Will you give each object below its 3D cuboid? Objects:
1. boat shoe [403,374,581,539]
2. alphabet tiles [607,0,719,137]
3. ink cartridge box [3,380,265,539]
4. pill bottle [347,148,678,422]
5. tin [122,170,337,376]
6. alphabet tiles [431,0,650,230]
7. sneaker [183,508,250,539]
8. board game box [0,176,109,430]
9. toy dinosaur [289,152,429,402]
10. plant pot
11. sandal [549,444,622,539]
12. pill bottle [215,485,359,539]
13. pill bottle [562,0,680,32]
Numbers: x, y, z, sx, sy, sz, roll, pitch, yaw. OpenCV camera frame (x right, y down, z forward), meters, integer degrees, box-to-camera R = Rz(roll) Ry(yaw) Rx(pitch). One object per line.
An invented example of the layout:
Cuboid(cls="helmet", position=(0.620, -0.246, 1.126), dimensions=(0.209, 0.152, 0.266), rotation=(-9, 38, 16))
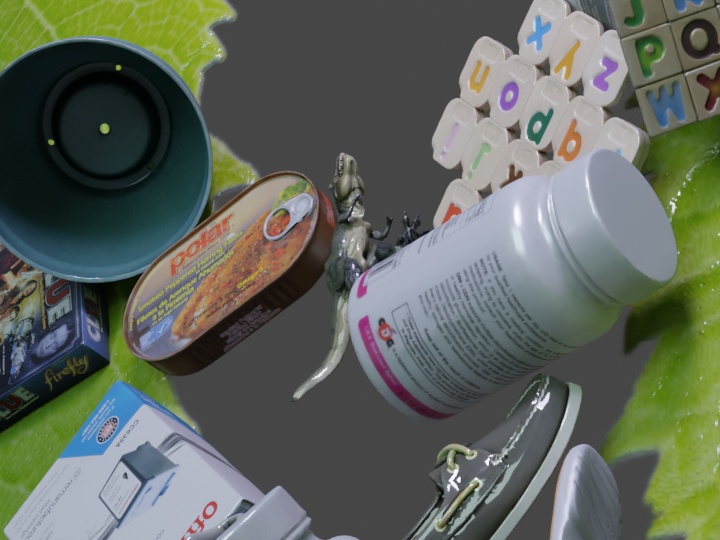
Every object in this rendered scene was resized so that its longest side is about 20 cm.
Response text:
Cuboid(cls="boat shoe", position=(0.066, 0.146, 1.184), dimensions=(0.203, 0.060, 0.072), rotation=(-57, 2, -5))
Cuboid(cls="alphabet tiles", position=(0.254, -0.197, 1.218), dimensions=(0.198, 0.169, 0.008), rotation=(-19, 9, -3))
Cuboid(cls="ink cartridge box", position=(-0.147, 0.191, 1.355), dimensions=(0.147, 0.086, 0.200), rotation=(-53, 38, -3))
Cuboid(cls="pill bottle", position=(0.098, 0.009, 1.226), dimensions=(0.199, 0.113, 0.114), rotation=(-31, 43, 33))
Cuboid(cls="tin", position=(-0.102, 0.003, 1.493), dimensions=(0.199, 0.042, 0.113), rotation=(-36, 46, 16))
Cuboid(cls="alphabet tiles", position=(0.122, -0.087, 1.326), dimensions=(0.200, 0.015, 0.197), rotation=(40, 111, 49))
Cuboid(cls="sneaker", position=(-0.061, 0.247, 1.186), dimensions=(0.076, 0.146, 0.204), rotation=(-24, 48, 25))
Cuboid(cls="board game box", position=(-0.281, 0.027, 1.641), dimensions=(0.135, 0.035, 0.201), rotation=(-32, 43, 21))
Cuboid(cls="toy dinosaur", position=(0.000, 0.000, 1.396), dimensions=(0.088, 0.047, 0.202), rotation=(-21, 49, 44))
Cuboid(cls="plant pot", position=(-0.218, -0.106, 1.586), dimensions=(0.200, 0.200, 0.134), rotation=(-40, 14, 11))
Cuboid(cls="sandal", position=(0.113, 0.200, 1.119), dimensions=(0.059, 0.079, 0.208), rotation=(-18, 41, 34))
Cuboid(cls="pill bottle", position=(-0.012, 0.226, 1.101), dimensions=(0.111, 0.200, 0.111), rotation=(-41, -2, -2))
Cuboid(cls="pill bottle", position=(0.194, -0.218, 1.327), dimensions=(0.114, 0.114, 0.200), rotation=(-49, 40, 1))
